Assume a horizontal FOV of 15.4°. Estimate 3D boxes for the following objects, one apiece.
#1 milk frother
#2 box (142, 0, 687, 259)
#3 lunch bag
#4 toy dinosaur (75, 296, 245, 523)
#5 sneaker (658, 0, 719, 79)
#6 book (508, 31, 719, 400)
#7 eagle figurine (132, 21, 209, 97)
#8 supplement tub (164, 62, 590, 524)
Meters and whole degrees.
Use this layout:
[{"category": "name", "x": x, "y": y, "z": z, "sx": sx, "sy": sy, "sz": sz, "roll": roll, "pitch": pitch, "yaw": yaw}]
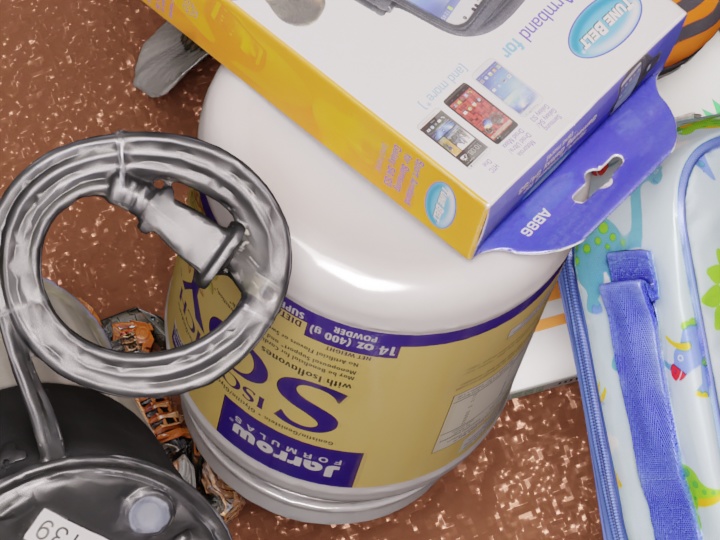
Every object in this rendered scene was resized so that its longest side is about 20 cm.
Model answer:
[{"category": "milk frother", "x": -0.108, "y": 0.037, "z": 0.956, "sx": 0.200, "sy": 0.188, "sz": 0.181, "roll": -41, "pitch": 118, "yaw": -1}, {"category": "box", "x": 0.020, "y": -0.093, "z": 0.941, "sx": 0.200, "sy": 0.042, "sz": 0.119, "roll": 37, "pitch": 60, "yaw": 15}, {"category": "lunch bag", "x": 0.152, "y": 0.036, "z": 1.061, "sx": 0.082, "sy": 0.160, "sz": 0.201, "roll": -6, "pitch": 99, "yaw": 41}, {"category": "toy dinosaur", "x": -0.145, "y": 0.055, "z": 1.146, "sx": 0.200, "sy": 0.102, "sz": 0.136, "roll": 32, "pitch": 63, "yaw": 29}, {"category": "sneaker", "x": 0.168, "y": -0.161, "z": 1.117, "sx": 0.078, "sy": 0.112, "sz": 0.200, "roll": 49, "pitch": 49, "yaw": -14}, {"category": "book", "x": 0.078, "y": -0.015, "z": 1.163, "sx": 0.199, "sy": 0.048, "sz": 0.134, "roll": -16, "pitch": 80, "yaw": -1}, {"category": "eagle figurine", "x": -0.007, "y": -0.123, "z": 1.143, "sx": 0.199, "sy": 0.151, "sz": 0.152, "roll": 22, "pitch": 92, "yaw": -1}, {"category": "supplement tub", "x": 0.000, "y": 0.000, "z": 1.023, "sx": 0.145, "sy": 0.200, "sz": 0.146, "roll": 5, "pitch": 58, "yaw": -7}]
